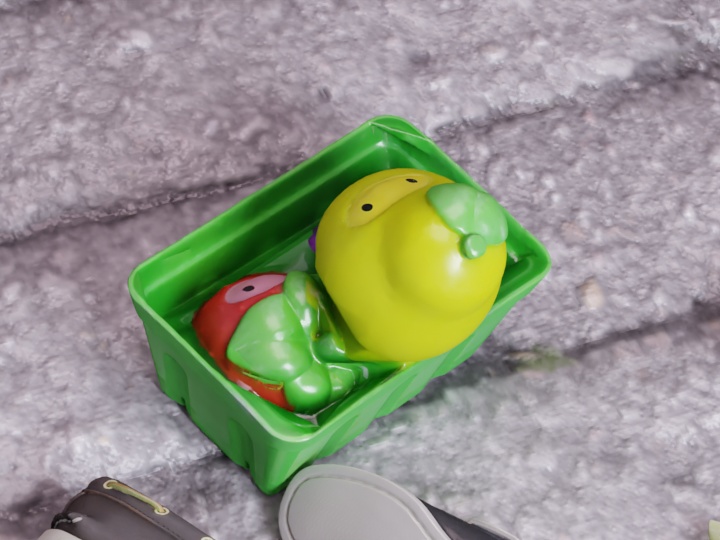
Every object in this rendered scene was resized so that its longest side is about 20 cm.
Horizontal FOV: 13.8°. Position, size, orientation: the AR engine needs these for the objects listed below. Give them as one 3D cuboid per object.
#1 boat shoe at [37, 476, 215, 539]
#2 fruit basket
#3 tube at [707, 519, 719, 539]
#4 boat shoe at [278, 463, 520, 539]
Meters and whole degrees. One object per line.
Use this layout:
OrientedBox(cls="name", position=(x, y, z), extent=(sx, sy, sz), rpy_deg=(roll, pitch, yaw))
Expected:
OrientedBox(cls="boat shoe", position=(-0.065, 0.166, 1.467), extent=(0.200, 0.072, 0.061), rpy_deg=(28, 56, 14))
OrientedBox(cls="fruit basket", position=(0.000, 0.000, 1.529), extent=(0.215, 0.216, 0.155), rpy_deg=(-34, 65, -31))
OrientedBox(cls="tube", position=(0.212, 0.212, 1.508), extent=(0.058, 0.052, 0.201), rpy_deg=(42, 37, -32))
OrientedBox(cls="boat shoe", position=(0.049, 0.157, 1.505), extent=(0.199, 0.074, 0.060), rpy_deg=(23, 8, 27))
